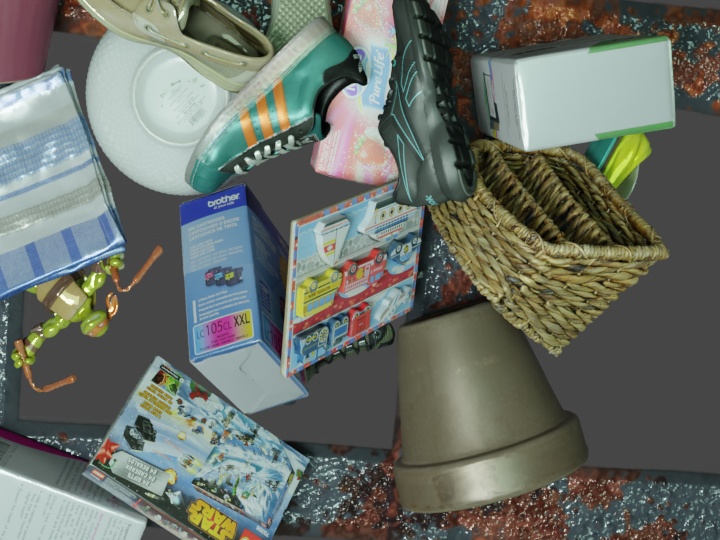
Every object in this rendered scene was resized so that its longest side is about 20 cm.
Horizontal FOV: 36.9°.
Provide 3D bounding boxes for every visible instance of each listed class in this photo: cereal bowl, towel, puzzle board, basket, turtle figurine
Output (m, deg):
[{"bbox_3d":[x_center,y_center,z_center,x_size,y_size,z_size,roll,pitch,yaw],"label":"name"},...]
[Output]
[{"bbox_3d":[-0.175,-0.173,1.064,0.196,0.083,0.204,-1,98,-6],"label":"cereal bowl"},{"bbox_3d":[-0.323,-0.088,1.056,0.145,0.024,0.203,-21,80,-5],"label":"towel"},{"bbox_3d":[0.000,0.000,1.011,0.017,0.199,0.153,23,120,31],"label":"puzzle board"},{"bbox_3d":[0.164,-0.052,1.024,0.149,0.201,0.142,-44,127,15],"label":"basket"},{"bbox_3d":[-0.301,0.008,1.089,0.161,0.064,0.200,44,101,-2],"label":"turtle figurine"}]

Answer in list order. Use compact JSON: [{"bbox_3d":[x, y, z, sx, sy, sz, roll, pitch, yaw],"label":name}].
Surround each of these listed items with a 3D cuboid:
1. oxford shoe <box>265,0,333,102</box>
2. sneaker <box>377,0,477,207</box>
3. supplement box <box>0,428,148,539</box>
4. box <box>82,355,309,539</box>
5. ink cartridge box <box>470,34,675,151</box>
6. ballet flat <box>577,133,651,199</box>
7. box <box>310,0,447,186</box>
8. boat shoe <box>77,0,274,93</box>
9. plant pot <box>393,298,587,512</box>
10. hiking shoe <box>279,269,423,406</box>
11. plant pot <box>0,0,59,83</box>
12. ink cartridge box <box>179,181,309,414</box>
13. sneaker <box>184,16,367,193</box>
[{"bbox_3d":[-0.059,-0.238,1.059,0.074,0.058,0.204,0,83,1],"label":"oxford shoe"},{"bbox_3d":[0.047,-0.156,0.987,0.078,0.075,0.204,-14,83,27],"label":"sneaker"},{"bbox_3d":[-0.322,0.248,1.106,0.197,0.101,0.105,21,97,-8],"label":"supplement box"},{"bbox_3d":[-0.164,0.201,1.106,0.199,0.040,0.138,36,53,-10],"label":"box"},{"bbox_3d":[0.197,-0.175,1.041,0.142,0.200,0.086,-10,103,-4],"label":"ink cartridge box"},{"bbox_3d":[0.236,-0.067,1.133,0.067,0.067,0.201,34,93,-26],"label":"ballet flat"},{"bbox_3d":[0.017,-0.188,1.070,0.093,0.103,0.204,12,99,-7],"label":"box"},{"bbox_3d":[-0.169,-0.236,0.980,0.198,0.065,0.073,30,64,-15],"label":"boat shoe"},{"bbox_3d":[0.111,0.126,1.082,0.197,0.200,0.178,-17,90,-3],"label":"plant pot"},{"bbox_3d":[-0.016,0.065,1.120,0.100,0.076,0.202,31,94,-6],"label":"hiking shoe"},{"bbox_3d":[-0.353,-0.275,0.986,0.196,0.201,0.182,5,114,-6],"label":"plant pot"},{"bbox_3d":[-0.113,0.015,1.042,0.075,0.137,0.203,-17,59,10],"label":"ink cartridge box"},{"bbox_3d":[-0.077,-0.135,0.997,0.080,0.071,0.200,45,99,3],"label":"sneaker"}]
